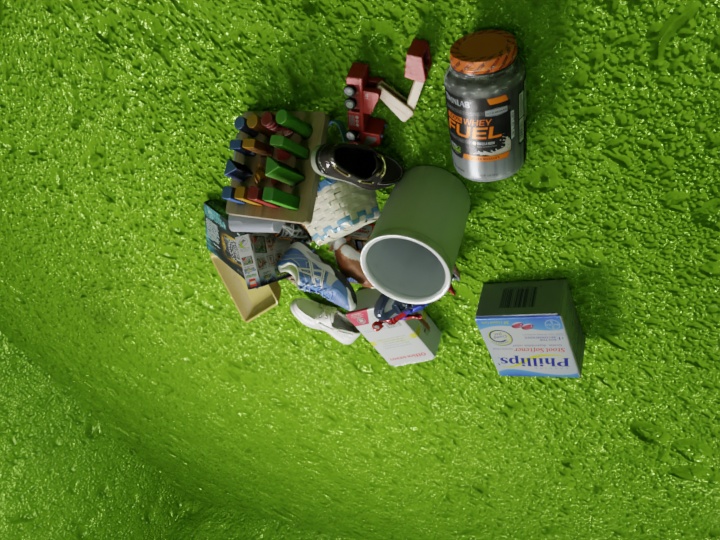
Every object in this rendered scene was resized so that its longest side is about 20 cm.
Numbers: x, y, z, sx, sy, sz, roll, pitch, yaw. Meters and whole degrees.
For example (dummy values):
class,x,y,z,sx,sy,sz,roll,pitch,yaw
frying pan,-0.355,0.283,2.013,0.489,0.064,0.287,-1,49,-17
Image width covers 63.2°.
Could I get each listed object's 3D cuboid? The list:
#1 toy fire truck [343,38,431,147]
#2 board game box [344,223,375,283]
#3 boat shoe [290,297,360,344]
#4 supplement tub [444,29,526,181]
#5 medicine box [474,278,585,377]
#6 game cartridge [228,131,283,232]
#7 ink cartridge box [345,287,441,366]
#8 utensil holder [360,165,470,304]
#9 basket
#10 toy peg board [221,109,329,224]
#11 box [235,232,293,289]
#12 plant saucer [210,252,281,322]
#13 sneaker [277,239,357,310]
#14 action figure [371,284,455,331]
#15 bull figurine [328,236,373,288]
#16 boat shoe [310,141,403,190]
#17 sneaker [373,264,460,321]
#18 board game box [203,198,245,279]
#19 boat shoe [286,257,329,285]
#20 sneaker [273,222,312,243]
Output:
class,x,y,z,sx,sy,sz,roll,pitch,yaw
toy fire truck,0.044,-0.291,0.989,0.138,0.049,0.202,12,142,11
board game box,0.053,-0.029,1.280,0.197,0.047,0.153,8,138,21
boat shoe,-0.084,0.118,1.507,0.198,0.072,0.069,28,141,-17
supplement tub,0.193,-0.249,0.897,0.120,0.124,0.202,6,137,23
medicine box,0.363,0.126,1.242,0.180,0.104,0.201,-5,132,32
game cartridge,-0.194,-0.177,1.147,0.131,0.204,0.041,3,177,26
ink cartridge box,0.083,0.130,1.413,0.144,0.084,0.201,-16,125,39
utensil holder,0.110,-0.069,1.081,0.167,0.202,0.172,15,141,13
basket,-0.061,-0.165,1.132,0.175,0.138,0.203,-20,97,46
toy peg board,-0.176,-0.201,1.061,0.196,0.204,0.097,9,178,30
box,-0.192,-0.031,1.259,0.034,0.200,0.112,-12,94,20
plant saucer,-0.276,0.010,1.447,0.199,0.048,0.202,-28,90,52
sneaker,-0.091,0.024,1.231,0.199,0.077,0.076,38,149,19
action figure,0.108,0.080,1.271,0.198,0.052,0.065,-30,142,19
bull figurine,0.000,0.000,1.253,0.198,0.066,0.122,29,145,0
boat shoe,0.008,-0.183,1.037,0.199,0.073,0.060,2,-178,-40
sneaker,0.116,0.044,1.194,0.082,0.200,0.070,50,-177,43
board game box,-0.295,-0.064,1.363,0.199,0.028,0.137,35,135,30
boat shoe,-0.135,0.003,1.404,0.198,0.076,0.072,30,146,9
sneaker,-0.158,-0.100,1.245,0.078,0.077,0.200,46,176,26
